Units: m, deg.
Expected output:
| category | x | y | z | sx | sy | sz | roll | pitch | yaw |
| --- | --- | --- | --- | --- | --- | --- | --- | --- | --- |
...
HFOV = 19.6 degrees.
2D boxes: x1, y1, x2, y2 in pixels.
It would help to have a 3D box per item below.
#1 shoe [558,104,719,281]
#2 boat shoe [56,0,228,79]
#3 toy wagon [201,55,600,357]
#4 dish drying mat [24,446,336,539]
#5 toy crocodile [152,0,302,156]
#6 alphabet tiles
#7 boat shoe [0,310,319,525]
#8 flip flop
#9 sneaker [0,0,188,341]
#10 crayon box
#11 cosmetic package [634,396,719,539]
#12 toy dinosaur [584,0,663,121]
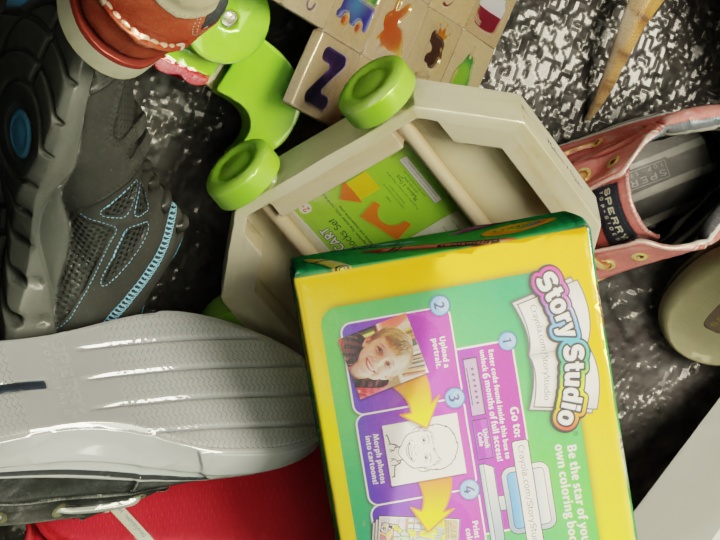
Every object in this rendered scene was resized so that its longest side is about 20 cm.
| category | x | y | z | sx | sy | sz | roll | pitch | yaw |
| --- | --- | --- | --- | --- | --- | --- | --- | --- | --- |
| shoe | 0.090 | -0.023 | 0.944 | 0.199 | 0.091 | 0.072 | -24 | 94 | -17 |
| boat shoe | -0.066 | -0.165 | 0.795 | 0.071 | 0.062 | 0.201 | 27 | 52 | -27 |
| toy wagon | 0.000 | 0.000 | 0.892 | 0.199 | 0.040 | 0.155 | -29 | 121 | 20 |
| dish drying mat | -0.043 | 0.093 | 0.891 | 0.198 | 0.018 | 0.077 | 1 | 65 | -1 |
| toy crocodile | -0.101 | -0.121 | 0.857 | 0.200 | 0.067 | 0.062 | 37 | 86 | -27 |
| alphabet tiles | 0.018 | -0.139 | 0.885 | 0.200 | 0.008 | 0.168 | 22 | 92 | -58 |
| boat shoe | -0.110 | 0.065 | 0.856 | 0.198 | 0.072 | 0.071 | 1 | 142 | -25 |
| flip flop | 0.201 | -0.003 | 0.963 | 0.081 | 0.200 | 0.058 | 30 | 50 | -10 |
| sneaker | -0.113 | -0.040 | 0.856 | 0.081 | 0.073 | 0.201 | -8 | 130 | -30 |
| crayon box | 0.045 | 0.086 | 0.835 | 0.118 | 0.058 | 0.202 | -9 | 95 | -3 |
| cosmetic package | 0.185 | 0.114 | 0.997 | 0.200 | 0.050 | 0.083 | -44 | 127 | -43 |
| toy dinosaur | 0.166 | -0.169 | 0.974 | 0.200 | 0.060 | 0.107 | -40 | 116 | -11 |
